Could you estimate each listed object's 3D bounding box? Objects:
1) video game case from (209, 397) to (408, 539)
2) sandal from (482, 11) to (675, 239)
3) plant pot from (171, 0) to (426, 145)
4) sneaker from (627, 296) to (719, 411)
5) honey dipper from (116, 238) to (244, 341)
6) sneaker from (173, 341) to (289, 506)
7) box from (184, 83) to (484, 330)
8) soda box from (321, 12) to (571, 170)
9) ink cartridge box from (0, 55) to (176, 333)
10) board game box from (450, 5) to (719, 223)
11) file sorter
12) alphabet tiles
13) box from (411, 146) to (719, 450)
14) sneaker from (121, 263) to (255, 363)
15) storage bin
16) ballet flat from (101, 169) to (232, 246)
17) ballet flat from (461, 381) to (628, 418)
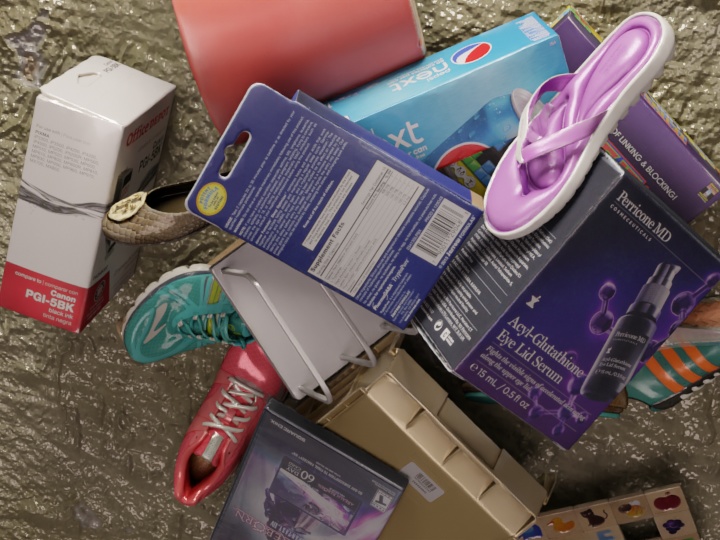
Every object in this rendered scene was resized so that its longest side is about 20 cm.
[{"bbox_3d":[-0.052,0.220,1.247,0.142,0.019,0.201,29,129,6],"label":"video game case"},{"bbox_3d":[0.150,-0.116,1.015,0.050,0.082,0.203,37,90,-36],"label":"sandal"},{"bbox_3d":[-0.047,-0.216,1.097,0.175,0.201,0.203,-14,108,6],"label":"plant pot"},{"bbox_3d":[0.284,0.077,1.199,0.198,0.071,0.081,-10,109,24],"label":"sneaker"},{"bbox_3d":[-0.149,0.004,1.280,0.199,0.038,0.038,-39,99,18],"label":"honey dipper"},{"bbox_3d":[-0.122,0.145,1.297,0.073,0.087,0.202,27,113,-1],"label":"sneaker"},{"bbox_3d":[-0.020,-0.051,1.033,0.198,0.033,0.122,29,114,-13],"label":"box"},{"bbox_3d":[0.065,-0.127,1.071,0.198,0.064,0.068,-23,119,0],"label":"soda box"},{"bbox_3d":[-0.240,-0.070,1.208,0.082,0.147,0.202,19,114,4],"label":"ink cartridge box"},{"bbox_3d":[0.183,-0.092,1.160,0.200,0.057,0.165,45,113,-7],"label":"board game box"},{"bbox_3d":[0.000,0.000,1.149,0.199,0.124,0.140,-36,102,-13],"label":"file sorter"},{"bbox_3d":[0.224,0.275,1.286,0.198,0.008,0.168,-15,128,17],"label":"alphabet tiles"},{"bbox_3d":[0.161,0.013,1.071,0.147,0.105,0.201,33,102,-32],"label":"box"},{"bbox_3d":[-0.126,0.035,1.235,0.198,0.080,0.078,-22,125,6],"label":"sneaker"},{"bbox_3d":[0.043,0.180,1.244,0.200,0.094,0.198,44,129,-6],"label":"storage bin"},{"bbox_3d":[-0.119,-0.064,1.117,0.197,0.068,0.047,-10,128,6],"label":"ballet flat"},{"bbox_3d":[0.161,0.086,1.198,0.067,0.199,0.073,10,84,-28],"label":"ballet flat"}]
